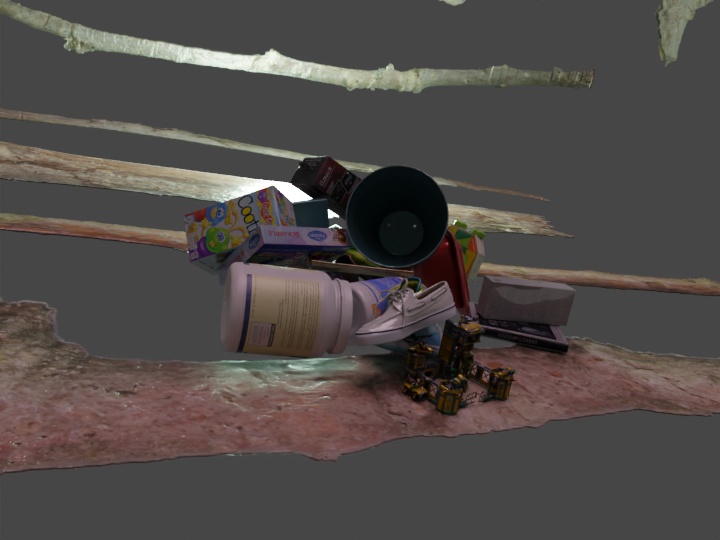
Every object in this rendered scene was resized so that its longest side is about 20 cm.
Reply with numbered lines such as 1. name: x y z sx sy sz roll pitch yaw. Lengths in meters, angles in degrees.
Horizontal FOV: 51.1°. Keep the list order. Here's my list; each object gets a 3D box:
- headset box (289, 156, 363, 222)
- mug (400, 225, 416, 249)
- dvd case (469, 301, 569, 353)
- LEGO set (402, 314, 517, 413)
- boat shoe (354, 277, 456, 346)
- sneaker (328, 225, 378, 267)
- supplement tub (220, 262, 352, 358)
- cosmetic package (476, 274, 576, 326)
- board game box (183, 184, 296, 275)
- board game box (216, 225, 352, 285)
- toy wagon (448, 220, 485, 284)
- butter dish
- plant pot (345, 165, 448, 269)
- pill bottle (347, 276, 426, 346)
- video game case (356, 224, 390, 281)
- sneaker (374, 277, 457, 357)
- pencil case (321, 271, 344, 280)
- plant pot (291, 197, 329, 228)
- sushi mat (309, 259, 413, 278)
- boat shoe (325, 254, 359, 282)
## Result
1. headset box: -0.056 -0.182 1.688 0.199 0.078 0.148 34 -8 -24
2. mug: 0.103 -0.077 1.777 0.151 0.187 0.114 18 12 -42
3. dvd case: 0.324 0.117 1.577 0.197 0.025 0.150 12 17 0
4. LEGO set: 0.164 0.141 1.234 0.198 0.117 0.153 -2 21 -34
5. boat shoe: 0.070 0.056 1.213 0.200 0.087 0.074 -17 9 -30
6. sneaker: 0.004 -0.059 1.690 0.199 0.084 0.074 31 -12 43
7. supplement tub: -0.123 0.068 1.237 0.197 0.147 0.145 7 18 -16
8. cosmetic package: 0.347 0.063 1.585 0.197 0.084 0.051 7 14 -18
9. board game box: -0.235 -0.078 1.499 0.197 0.104 0.105 -17 -18 12
10. board game box: -0.151 -0.025 1.477 0.198 0.042 0.199 0 -23 -36
11. toy wagon: 0.211 -0.039 1.769 0.039 0.157 0.200 16 11 -35
12. butter dish: 0.140 0.002 1.614 0.146 0.203 0.200 -15 21 -3
13. plant pot: 0.076 -0.090 1.497 0.197 0.203 0.135 14 -10 10
14. pill bottle: 0.042 0.071 1.391 0.198 0.114 0.111 -7 25 -45
15. video game case: 0.039 -0.077 1.717 0.019 0.202 0.142 23 5 -44
16. sneaker: 0.114 0.082 1.331 0.079 0.133 0.199 11 0 43
17. pencil case: -0.126 0.039 1.441 0.197 0.084 0.086 3 54 -20
18. plant pot: -0.181 -0.082 1.646 0.197 0.144 0.141 -4 5 -19
19. sushi mat: 0.000 0.000 1.451 0.197 0.012 0.096 6 -5 -1
20. boat shoe: -0.035 0.000 1.641 0.069 0.071 0.200 4 17 -11
